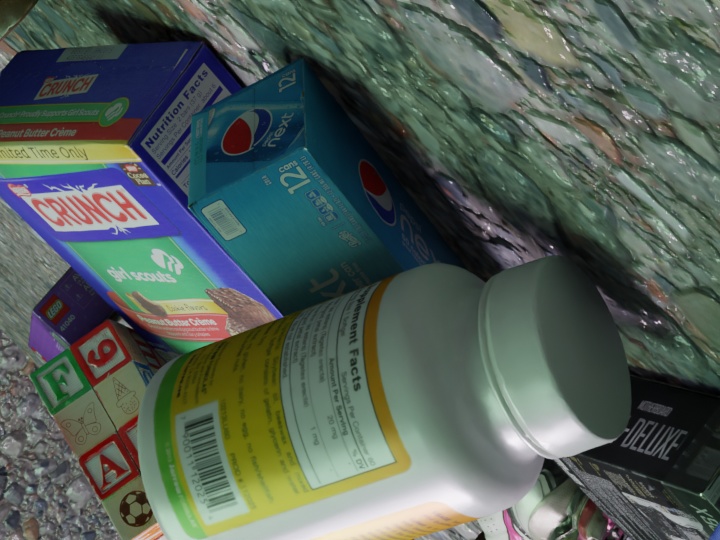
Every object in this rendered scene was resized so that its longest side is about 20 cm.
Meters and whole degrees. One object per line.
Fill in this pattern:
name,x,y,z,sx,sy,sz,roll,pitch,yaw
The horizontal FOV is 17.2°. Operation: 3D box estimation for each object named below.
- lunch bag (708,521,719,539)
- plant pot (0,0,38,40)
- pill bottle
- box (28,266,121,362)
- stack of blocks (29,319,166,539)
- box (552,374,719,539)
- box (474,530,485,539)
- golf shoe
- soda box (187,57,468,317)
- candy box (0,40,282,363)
lunch bag,0.201,0.117,0.781,0.170,0.128,0.200,39,178,15
plant pot,-0.297,-0.189,1.256,0.200,0.187,0.187,56,169,4
pill bottle,0.012,0.062,1.039,0.200,0.111,0.111,-21,128,28
box,-0.146,-0.003,1.469,0.039,0.137,0.200,41,168,-2
stack of blocks,-0.110,0.105,1.420,0.115,0.059,0.200,57,-172,15
box,0.187,0.133,1.075,0.200,0.050,0.158,46,168,-18
box,0.121,0.295,1.599,0.166,0.164,0.200,45,168,-12
golf shoe,0.101,0.132,1.301,0.092,0.073,0.200,34,160,14
soda box,0.000,0.000,1.113,0.200,0.064,0.068,51,-158,-36
candy box,-0.095,-0.029,1.274,0.169,0.077,0.200,4,142,49
